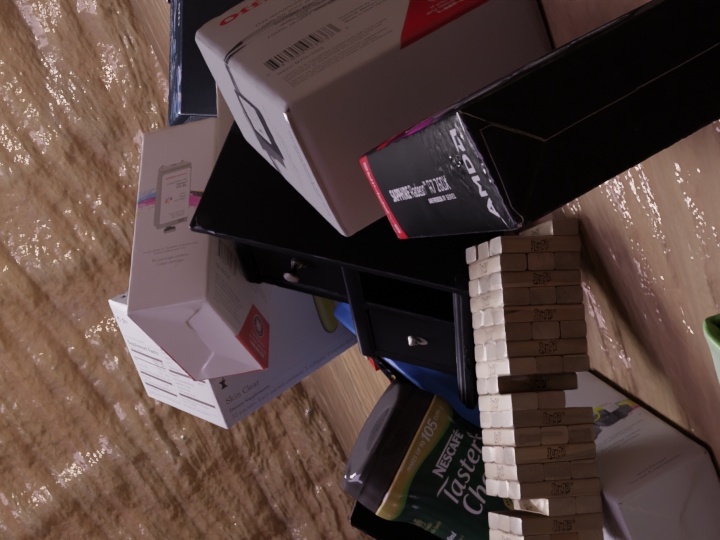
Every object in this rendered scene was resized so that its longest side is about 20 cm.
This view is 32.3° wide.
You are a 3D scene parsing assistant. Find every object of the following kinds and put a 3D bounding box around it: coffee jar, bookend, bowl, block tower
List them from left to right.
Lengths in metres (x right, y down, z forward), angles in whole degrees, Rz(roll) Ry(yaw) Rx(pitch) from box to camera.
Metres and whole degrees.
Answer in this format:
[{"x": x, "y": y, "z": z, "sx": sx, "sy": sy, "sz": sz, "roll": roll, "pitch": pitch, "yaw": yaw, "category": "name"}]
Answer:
[{"x": 0.000, "y": 0.000, "z": 0.911, "sx": 0.198, "sy": 0.093, "sz": 0.199, "roll": 14, "pitch": 154, "yaw": 12, "category": "bookend"}, {"x": 0.059, "y": 0.080, "z": 1.081, "sx": 0.200, "sy": 0.039, "sz": 0.201, "roll": 37, "pitch": 180, "yaw": 0, "category": "bowl"}, {"x": 0.089, "y": 0.170, "z": 0.961, "sx": 0.199, "sy": 0.105, "sz": 0.085, "roll": 26, "pitch": 162, "yaw": 4, "category": "coffee jar"}, {"x": 0.103, "y": 0.073, "z": 0.741, "sx": 0.054, "sy": 0.057, "sz": 0.202, "roll": 158, "pitch": 110, "yaw": -72, "category": "block tower"}]

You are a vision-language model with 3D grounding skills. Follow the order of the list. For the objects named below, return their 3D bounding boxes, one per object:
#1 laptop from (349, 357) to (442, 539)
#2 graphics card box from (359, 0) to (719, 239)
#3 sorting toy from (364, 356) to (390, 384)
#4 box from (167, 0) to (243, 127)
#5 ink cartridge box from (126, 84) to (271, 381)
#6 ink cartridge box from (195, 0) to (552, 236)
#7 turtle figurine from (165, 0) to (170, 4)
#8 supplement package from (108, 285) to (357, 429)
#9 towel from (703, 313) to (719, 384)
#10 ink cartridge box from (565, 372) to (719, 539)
[{"x": 0.063, "y": 0.180, "z": 1.147, "sx": 0.187, "sy": 0.116, "sz": 0.200, "roll": 34, "pitch": -176, "yaw": -24, "category": "laptop"}, {"x": 0.077, "y": -0.062, "z": 0.517, "sx": 0.051, "sy": 0.125, "sz": 0.200, "roll": 63, "pitch": 172, "yaw": -6, "category": "graphics card box"}, {"x": 0.036, "y": 0.060, "z": 1.333, "sx": 0.200, "sy": 0.069, "sz": 0.199, "roll": 57, "pitch": 170, "yaw": 34, "category": "sorting toy"}, {"x": -0.112, "y": -0.200, "z": 1.089, "sx": 0.200, "sy": 0.106, "sz": 0.150, "roll": -168, "pitch": 79, "yaw": -78, "category": "box"}, {"x": -0.118, "y": -0.032, "z": 0.952, "sx": 0.117, "sy": 0.067, "sz": 0.201, "roll": 58, "pitch": -153, "yaw": -54, "category": "ink cartridge box"}, {"x": 0.003, "y": -0.118, "z": 0.714, "sx": 0.084, "sy": 0.145, "sz": 0.200, "roll": 63, "pitch": 172, "yaw": -28, "category": "ink cartridge box"}, {"x": -0.162, "y": -0.310, "z": 1.288, "sx": 0.200, "sy": 0.100, "sz": 0.150, "roll": 45, "pitch": 162, "yaw": 45, "category": "turtle figurine"}, {"x": -0.104, "y": 0.038, "z": 1.173, "sx": 0.155, "sy": 0.199, "sz": 0.112, "roll": 10, "pitch": 126, "yaw": 52, "category": "supplement package"}, {"x": 0.222, "y": 0.130, "z": 0.582, "sx": 0.201, "sy": 0.031, "sz": 0.149, "roll": 66, "pitch": 170, "yaw": -25, "category": "towel"}, {"x": 0.166, "y": 0.144, "z": 0.820, "sx": 0.116, "sy": 0.068, "sz": 0.200, "roll": 66, "pitch": 171, "yaw": -19, "category": "ink cartridge box"}]
